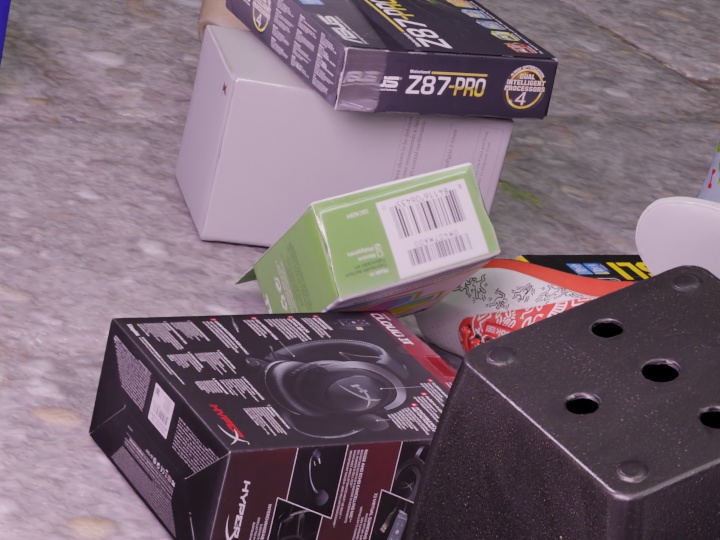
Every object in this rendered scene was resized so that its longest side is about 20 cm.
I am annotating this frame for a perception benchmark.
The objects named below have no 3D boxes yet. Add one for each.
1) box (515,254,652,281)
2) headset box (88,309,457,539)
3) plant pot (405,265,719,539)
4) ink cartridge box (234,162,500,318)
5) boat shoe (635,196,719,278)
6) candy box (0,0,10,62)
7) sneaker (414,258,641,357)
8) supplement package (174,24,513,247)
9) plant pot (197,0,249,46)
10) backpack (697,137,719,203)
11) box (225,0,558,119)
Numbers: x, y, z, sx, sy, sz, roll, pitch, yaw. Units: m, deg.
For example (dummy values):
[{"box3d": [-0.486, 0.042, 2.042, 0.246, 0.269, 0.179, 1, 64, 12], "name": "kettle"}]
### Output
[{"box3d": [0.216, 0.043, 1.573, 0.199, 0.050, 0.160, 0, 24, -31], "name": "box"}, {"box3d": [-0.023, 0.087, 1.286, 0.199, 0.078, 0.149, 0, 26, -33], "name": "headset box"}, {"box3d": [0.139, 0.117, 1.104, 0.198, 0.179, 0.200, -20, 34, -22], "name": "plant pot"}, {"box3d": [0.000, 0.000, 1.439, 0.103, 0.060, 0.200, -15, -9, -19], "name": "ink cartridge box"}, {"box3d": [0.273, 0.005, 1.553, 0.199, 0.071, 0.064, 25, 25, 5], "name": "boat shoe"}, {"box3d": [-0.316, -0.202, 1.631, 0.077, 0.201, 0.169, 28, 27, 28], "name": "candy box"}, {"box3d": [0.101, 0.054, 1.445, 0.200, 0.068, 0.108, 5, 43, 32], "name": "sneaker"}, {"box3d": [-0.014, -0.084, 1.643, 0.198, 0.118, 0.117, 8, 23, -17], "name": "supplement package"}, {"box3d": [-0.044, -0.190, 1.826, 0.134, 0.201, 0.200, -39, 47, -19], "name": "plant pot"}, {"box3d": [0.364, -0.067, 1.793, 0.182, 0.148, 0.200, 3, 22, -31], "name": "backpack"}, {"box3d": [0.017, -0.159, 1.622, 0.160, 0.049, 0.200, 0, 25, -26], "name": "box"}]
